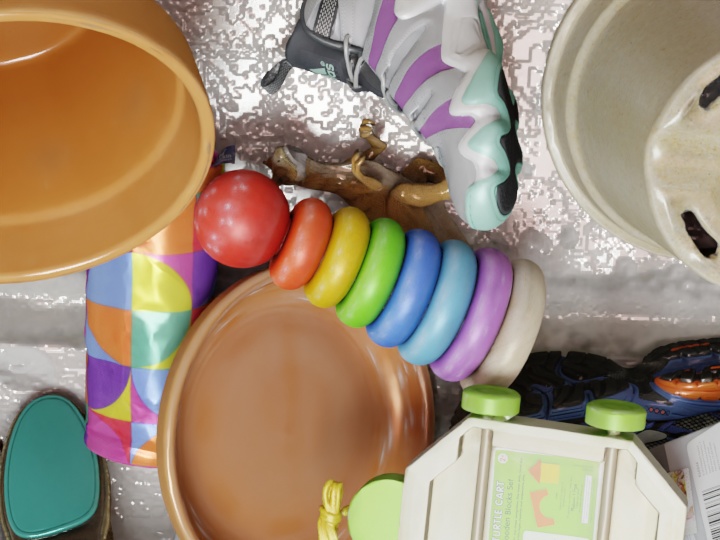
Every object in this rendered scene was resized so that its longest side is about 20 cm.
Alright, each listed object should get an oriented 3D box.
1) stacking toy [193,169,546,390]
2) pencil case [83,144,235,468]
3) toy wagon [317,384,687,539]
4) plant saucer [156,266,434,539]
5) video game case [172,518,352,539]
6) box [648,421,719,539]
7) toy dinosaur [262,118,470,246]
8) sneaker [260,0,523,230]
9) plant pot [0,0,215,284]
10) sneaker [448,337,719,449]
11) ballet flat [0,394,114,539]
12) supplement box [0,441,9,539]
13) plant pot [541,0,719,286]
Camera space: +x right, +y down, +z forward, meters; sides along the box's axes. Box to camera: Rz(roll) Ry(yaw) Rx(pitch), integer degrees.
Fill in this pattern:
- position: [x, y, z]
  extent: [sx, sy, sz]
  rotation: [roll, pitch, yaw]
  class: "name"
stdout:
- position: [0.000, 0.000, 0.915]
  extent: [0.199, 0.085, 0.086]
  rotation: [23, 106, -11]
  class: "stacking toy"
- position: [-0.120, 0.015, 0.961]
  extent: [0.088, 0.088, 0.201]
  rotation: [5, 108, -2]
  class: "pencil case"
- position: [0.076, 0.142, 0.897]
  extent: [0.199, 0.040, 0.156]
  rotation: [7, 97, 12]
  class: "toy wagon"
- position: [-0.040, 0.095, 0.959]
  extent: [0.199, 0.037, 0.201]
  rotation: [0, 91, -40]
  class: "plant saucer"
- position: [-0.050, 0.202, 0.972]
  extent: [0.142, 0.201, 0.018]
  rotation: [20, 142, -6]
  class: "video game case"
- position: [0.159, 0.190, 0.937]
  extent: [0.041, 0.157, 0.200]
  rotation: [16, 146, -43]
  class: "box"
- position: [0.034, -0.037, 0.970]
  extent: [0.200, 0.061, 0.106]
  rotation: [34, 116, -23]
  class: "toy dinosaur"
- position: [0.012, -0.106, 0.901]
  extent: [0.139, 0.078, 0.201]
  rotation: [-11, 65, 12]
  class: "sneaker"
- position: [-0.183, -0.107, 0.835]
  extent: [0.199, 0.141, 0.201]
  rotation: [-10, 144, -7]
  class: "plant pot"
- position: [0.154, 0.095, 0.993]
  extent: [0.199, 0.075, 0.079]
  rotation: [-4, 111, 3]
  class: "sneaker"
- position: [-0.177, 0.171, 0.979]
  extent: [0.070, 0.201, 0.065]
  rotation: [-9, 144, -6]
  class: "ballet flat"
- position: [-0.304, 0.190, 0.988]
  extent: [0.196, 0.133, 0.201]
  rotation: [-23, 106, 7]
  class: "supplement box"
- position: [0.207, -0.076, 0.880]
  extent: [0.199, 0.184, 0.202]
  rotation: [0, 107, -1]
  class: "plant pot"
